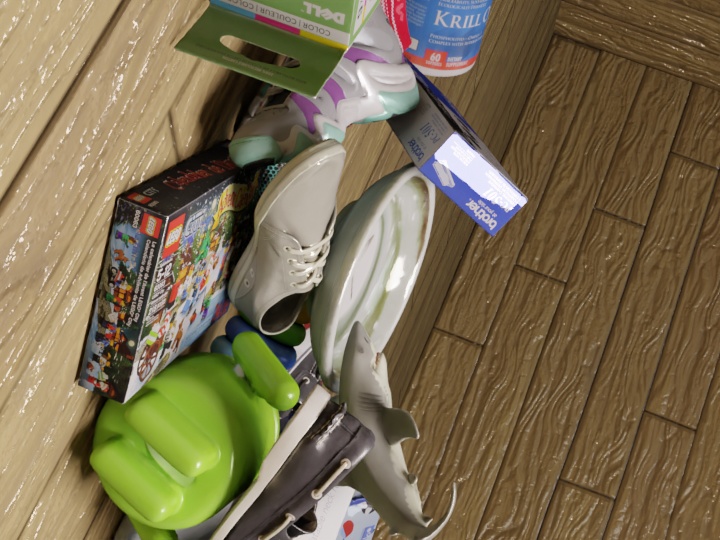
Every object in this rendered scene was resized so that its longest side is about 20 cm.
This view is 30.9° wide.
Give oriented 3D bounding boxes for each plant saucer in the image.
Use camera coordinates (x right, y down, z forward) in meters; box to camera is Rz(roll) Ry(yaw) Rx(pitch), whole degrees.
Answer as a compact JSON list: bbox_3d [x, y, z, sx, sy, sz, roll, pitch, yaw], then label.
[{"bbox_3d":[0.000,0.000,1.082,0.201,0.050,0.202,-56,159,-34],"label":"plant saucer"}]

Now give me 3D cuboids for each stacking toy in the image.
[{"bbox_3d":[-0.071,0.040,1.123,0.202,0.085,0.085,-60,171,2],"label":"stacking toy"}]

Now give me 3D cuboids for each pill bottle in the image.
[{"bbox_3d":[0.091,-0.316,1.363,0.113,0.111,0.202,-58,165,-51],"label":"pill bottle"}]

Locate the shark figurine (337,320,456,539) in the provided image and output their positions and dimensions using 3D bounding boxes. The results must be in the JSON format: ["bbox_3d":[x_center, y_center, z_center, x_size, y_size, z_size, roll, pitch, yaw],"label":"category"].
[{"bbox_3d":[0.004,0.157,0.980,0.216,0.088,0.130,-113,-162,-49],"label":"shark figurine"}]

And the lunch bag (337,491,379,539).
[{"bbox_3d":[-0.077,0.234,1.325,0.123,0.199,0.172,-10,126,-41],"label":"lunch bag"}]

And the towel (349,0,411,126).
[{"bbox_3d":[0.005,-0.233,1.189,0.201,0.022,0.147,-58,148,-53],"label":"towel"}]

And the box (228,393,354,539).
[{"bbox_3d":[-0.065,0.203,1.054,0.121,0.048,0.201,-27,-151,46],"label":"box"}]

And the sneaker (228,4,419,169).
[{"bbox_3d":[-0.043,-0.163,0.970,0.199,0.077,0.142,-32,109,-49],"label":"sneaker"}]

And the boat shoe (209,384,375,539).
[{"bbox_3d":[-0.055,0.167,0.938,0.201,0.060,0.074,-57,177,31],"label":"boat shoe"}]

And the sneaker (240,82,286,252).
[{"bbox_3d":[-0.060,-0.066,1.057,0.078,0.090,0.203,-46,155,-70],"label":"sneaker"}]

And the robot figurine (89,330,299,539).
[{"bbox_3d":[-0.128,0.125,0.986,0.176,0.115,0.200,-53,173,9],"label":"robot figurine"}]

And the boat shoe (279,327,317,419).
[{"bbox_3d":[-0.073,0.128,1.244,0.070,0.066,0.200,-51,179,37],"label":"boat shoe"}]

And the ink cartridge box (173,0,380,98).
[{"bbox_3d":[-0.035,-0.208,0.858,0.060,0.102,0.201,101,13,-48],"label":"ink cartridge box"}]

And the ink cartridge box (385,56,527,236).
[{"bbox_3d":[0.064,-0.114,1.082,0.044,0.094,0.201,-44,-150,11],"label":"ink cartridge box"}]

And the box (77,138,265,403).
[{"bbox_3d":[-0.130,-0.006,0.936,0.200,0.037,0.138,-48,157,-68],"label":"box"}]

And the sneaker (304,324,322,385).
[{"bbox_3d":[-0.042,0.052,1.497,0.098,0.070,0.203,-33,141,-72],"label":"sneaker"}]

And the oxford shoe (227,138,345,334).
[{"bbox_3d":[-0.046,-0.021,0.961,0.075,0.058,0.201,-24,155,-35],"label":"oxford shoe"}]

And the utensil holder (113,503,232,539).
[{"bbox_3d":[-0.140,0.306,1.165,0.201,0.168,0.171,103,11,-50],"label":"utensil holder"}]
